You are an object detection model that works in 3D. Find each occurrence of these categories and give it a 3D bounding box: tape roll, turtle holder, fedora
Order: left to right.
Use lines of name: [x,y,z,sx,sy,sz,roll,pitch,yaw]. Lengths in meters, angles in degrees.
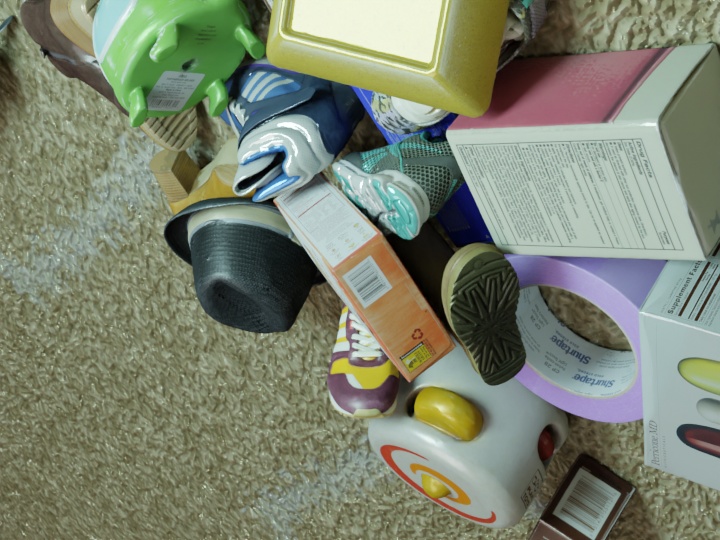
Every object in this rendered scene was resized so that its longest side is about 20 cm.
turtle holder: [-0.175,-0.232,1.300,0.132,0.140,0.186,57,156,24]
fedora: [-0.114,0.006,1.480,0.198,0.092,0.201,4,153,2]
tape roll: [0.204,0.045,1.309,0.199,0.066,0.201,27,144,21]

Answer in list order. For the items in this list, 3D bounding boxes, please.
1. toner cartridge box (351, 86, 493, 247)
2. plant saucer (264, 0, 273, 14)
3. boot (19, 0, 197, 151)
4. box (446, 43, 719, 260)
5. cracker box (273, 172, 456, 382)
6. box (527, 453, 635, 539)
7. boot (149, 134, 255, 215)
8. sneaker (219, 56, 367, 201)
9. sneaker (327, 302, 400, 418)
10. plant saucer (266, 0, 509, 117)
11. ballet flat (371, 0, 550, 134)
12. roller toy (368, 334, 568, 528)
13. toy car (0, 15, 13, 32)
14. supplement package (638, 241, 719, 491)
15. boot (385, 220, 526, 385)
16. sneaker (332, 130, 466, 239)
toner cartridge box: [0.076,-0.115,1.270,0.095,0.043,0.201,-7,124,49]
plant saucer: [-0.025,-0.256,1.179,0.199,0.034,0.202,24,130,31]
boot: [-0.262,-0.210,1.494,0.166,0.072,0.201,8,137,56]
box: [0.189,-0.092,1.127,0.199,0.109,0.129,3,131,42]
cracker box: [0.000,0.000,1.294,0.134,0.057,0.200,55,177,-26]
box: [0.220,0.298,1.550,0.075,0.100,0.201,32,146,12]
boot: [-0.115,-0.072,1.502,0.200,0.071,0.144,1,143,35]
sneaker: [-0.096,-0.127,1.332,0.199,0.147,0.081,5,133,41]
sneaker: [0.006,0.063,1.414,0.074,0.201,0.091,1,121,0]
plant saucer: [0.016,-0.232,1.089,0.198,0.048,0.202,17,109,22]
ballet flat: [0.069,-0.164,1.147,0.072,0.072,0.200,45,128,-7]
roller toy: [0.106,0.167,1.445,0.182,0.140,0.200,39,160,-16]
toy car: [-0.471,-0.225,1.590,0.199,0.165,0.158,-21,115,42]
supplement package: [0.341,0.077,1.137,0.199,0.147,0.192,17,140,29]
boot: [0.065,-0.009,1.278,0.200,0.066,0.176,53,164,40]
sneaker: [0.040,-0.080,1.237,0.078,0.091,0.200,56,171,-18]
